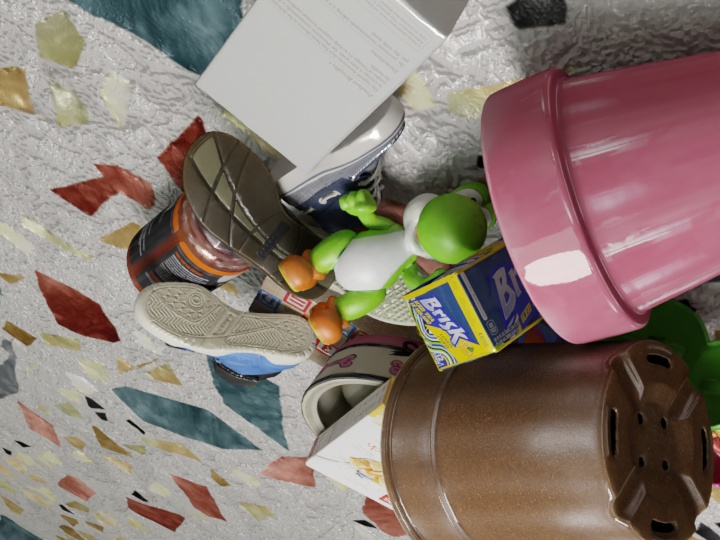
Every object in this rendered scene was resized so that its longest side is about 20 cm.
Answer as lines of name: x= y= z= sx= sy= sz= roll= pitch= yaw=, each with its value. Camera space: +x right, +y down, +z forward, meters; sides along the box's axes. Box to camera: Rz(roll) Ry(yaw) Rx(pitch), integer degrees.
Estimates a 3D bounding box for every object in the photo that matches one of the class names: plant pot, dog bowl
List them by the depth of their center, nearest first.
plant pot: x=0.207 y=-0.064 z=0.637 sx=0.179 sy=0.200 sz=0.200 roll=-18 pitch=125 yaw=27
plant pot: x=0.156 y=0.140 z=0.723 sx=0.198 sy=0.200 sz=0.200 roll=-14 pitch=127 yaw=47
dog bowl: x=0.040 y=0.148 z=0.988 sx=0.200 sy=0.074 sz=0.200 roll=14 pitch=143 yaw=11

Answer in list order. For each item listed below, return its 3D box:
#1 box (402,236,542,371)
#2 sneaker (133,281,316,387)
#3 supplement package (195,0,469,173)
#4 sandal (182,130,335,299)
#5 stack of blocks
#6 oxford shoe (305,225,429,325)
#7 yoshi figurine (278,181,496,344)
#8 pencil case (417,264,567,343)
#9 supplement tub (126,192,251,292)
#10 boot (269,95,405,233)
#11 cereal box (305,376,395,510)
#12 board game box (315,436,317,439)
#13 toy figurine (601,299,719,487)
box: x=0.128 y=0.007 z=0.744 sx=0.064 sy=0.200 sz=0.070 roll=-27 pitch=90 yaw=47
sneaker: x=-0.160 y=0.076 z=0.996 sx=0.200 sy=0.077 sz=0.111 roll=13 pitch=150 yaw=-24
supplement package: x=-0.016 y=-0.187 z=0.679 sx=0.117 sy=0.117 sz=0.200 roll=38 pitch=143 yaw=-14
sandal: x=-0.098 y=-0.050 z=0.867 sx=0.200 sy=0.082 sz=0.055 roll=43 pitch=175 yaw=-32
stack of blocks: x=-0.023 y=0.062 z=1.037 sx=0.200 sy=0.059 sz=0.115 roll=30 pitch=144 yaw=-3
oxford shoe: x=0.000 y=0.000 z=0.926 sx=0.200 sy=0.075 sz=0.058 roll=21 pitch=-173 yaw=31
yoshi figurine: x=0.032 y=-0.017 z=0.804 sx=0.200 sy=0.112 sz=0.112 roll=-29 pitch=137 yaw=4
pencil case: x=0.154 y=0.076 z=0.918 sx=0.200 sy=0.088 sz=0.088 roll=35 pitch=144 yaw=-10
supplement tub: x=-0.168 y=-0.033 z=0.976 sx=0.107 sy=0.107 sz=0.200 roll=42 pitch=143 yaw=-18
boot: x=-0.002 y=-0.094 z=0.834 sx=0.090 sy=0.073 sz=0.200 roll=38 pitch=152 yaw=-21
cereal box: x=0.044 y=0.193 z=0.948 sx=0.144 sy=0.040 sz=0.200 roll=30 pitch=143 yaw=-9
board game box: x=0.041 y=0.232 z=1.122 sx=0.200 sy=0.035 sz=0.126 roll=23 pitch=132 yaw=10
toy figurine: x=0.319 y=0.135 z=0.843 sx=0.184 sy=0.150 sz=0.200 roll=37 pitch=162 yaw=-31
